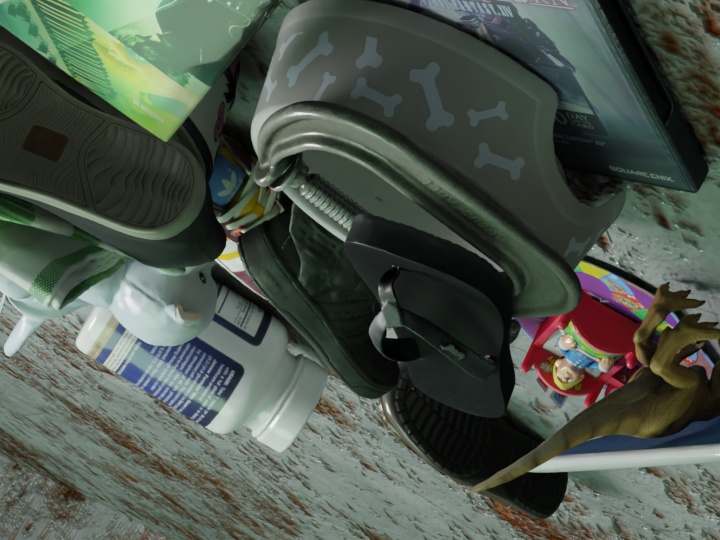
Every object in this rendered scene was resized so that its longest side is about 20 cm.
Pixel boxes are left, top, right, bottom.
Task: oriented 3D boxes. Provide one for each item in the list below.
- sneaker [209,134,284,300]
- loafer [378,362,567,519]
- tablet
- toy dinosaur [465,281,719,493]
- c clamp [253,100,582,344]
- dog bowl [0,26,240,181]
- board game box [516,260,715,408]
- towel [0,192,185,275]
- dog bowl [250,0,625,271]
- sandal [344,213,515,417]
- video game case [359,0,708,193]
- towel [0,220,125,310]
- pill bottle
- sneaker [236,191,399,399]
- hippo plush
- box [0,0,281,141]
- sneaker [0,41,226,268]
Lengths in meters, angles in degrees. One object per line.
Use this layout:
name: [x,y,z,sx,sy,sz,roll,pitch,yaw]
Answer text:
sneaker: [-0.074,-0.036,1.048,0.199,0.075,0.090,27,167,5]
loafer: [0.079,0.140,1.284,0.200,0.073,0.071,40,158,-29]
tablet: [0.198,0.097,0.929,0.129,0.014,0.199,-11,178,-31]
toy dinosaur: [0.159,0.070,0.879,0.198,0.107,0.060,-8,-151,-38]
c clamp: [0.020,-0.016,0.783,0.200,0.027,0.170,38,161,-28]
dog bowl: [-0.156,-0.131,0.921,0.199,0.074,0.200,26,161,10]
board game box: [0.144,0.054,1.006,0.157,0.039,0.200,12,156,44]
towel: [-0.211,-0.064,0.970,0.199,0.023,0.153,21,-158,-49]
dog bowl: [0.033,-0.051,0.810,0.199,0.059,0.200,27,163,9]
sandal: [0.040,0.035,0.794,0.075,0.043,0.201,15,157,24]
video game case: [0.065,-0.108,0.729,0.142,0.019,0.200,15,158,38]
towel: [-0.235,-0.059,0.978,0.199,0.031,0.149,39,-167,-1]
pill bottle: [-0.131,0.068,1.357,0.199,0.112,0.111,33,162,-8]
sneaker: [-0.001,-0.002,0.991,0.200,0.104,0.060,47,-165,-40]
hippo plush: [-0.180,-0.007,1.134,0.159,0.202,0.159,18,-177,8]
box: [-0.095,-0.157,0.693,0.144,0.037,0.200,35,139,-11]
sneaker: [-0.170,-0.057,0.901,0.199,0.075,0.106,28,168,13]
